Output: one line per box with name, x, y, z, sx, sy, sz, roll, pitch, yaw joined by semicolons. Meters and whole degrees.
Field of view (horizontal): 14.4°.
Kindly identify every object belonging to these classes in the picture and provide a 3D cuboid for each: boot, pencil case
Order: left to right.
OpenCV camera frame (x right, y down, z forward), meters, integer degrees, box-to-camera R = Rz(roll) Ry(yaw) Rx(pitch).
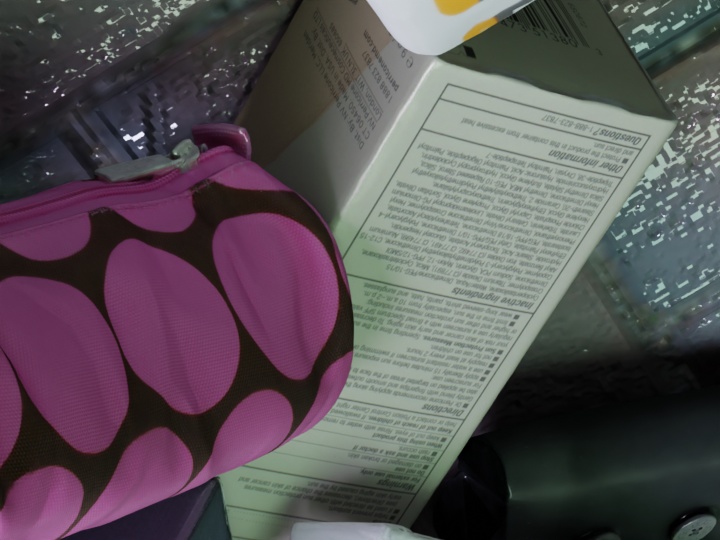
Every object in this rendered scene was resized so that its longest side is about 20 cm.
pencil case;-0.082;0.019;0.741;0.200;0.091;0.094;-21;118;-62
boot;0.132;0.047;0.981;0.199;0.066;0.165;-7;139;-13

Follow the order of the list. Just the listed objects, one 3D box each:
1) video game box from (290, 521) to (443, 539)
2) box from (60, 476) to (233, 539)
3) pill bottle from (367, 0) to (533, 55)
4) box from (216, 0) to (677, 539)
video game box;0.038;0.190;0.904;0.047;0.201;0.182;-2;166;42
box;-0.137;0.125;0.794;0.157;0.200;0.051;1;119;18
pill bottle;0.069;-0.153;0.742;0.200;0.117;0.116;-31;135;5
box;0.000;0.000;0.875;0.095;0.078;0.200;13;124;-33
